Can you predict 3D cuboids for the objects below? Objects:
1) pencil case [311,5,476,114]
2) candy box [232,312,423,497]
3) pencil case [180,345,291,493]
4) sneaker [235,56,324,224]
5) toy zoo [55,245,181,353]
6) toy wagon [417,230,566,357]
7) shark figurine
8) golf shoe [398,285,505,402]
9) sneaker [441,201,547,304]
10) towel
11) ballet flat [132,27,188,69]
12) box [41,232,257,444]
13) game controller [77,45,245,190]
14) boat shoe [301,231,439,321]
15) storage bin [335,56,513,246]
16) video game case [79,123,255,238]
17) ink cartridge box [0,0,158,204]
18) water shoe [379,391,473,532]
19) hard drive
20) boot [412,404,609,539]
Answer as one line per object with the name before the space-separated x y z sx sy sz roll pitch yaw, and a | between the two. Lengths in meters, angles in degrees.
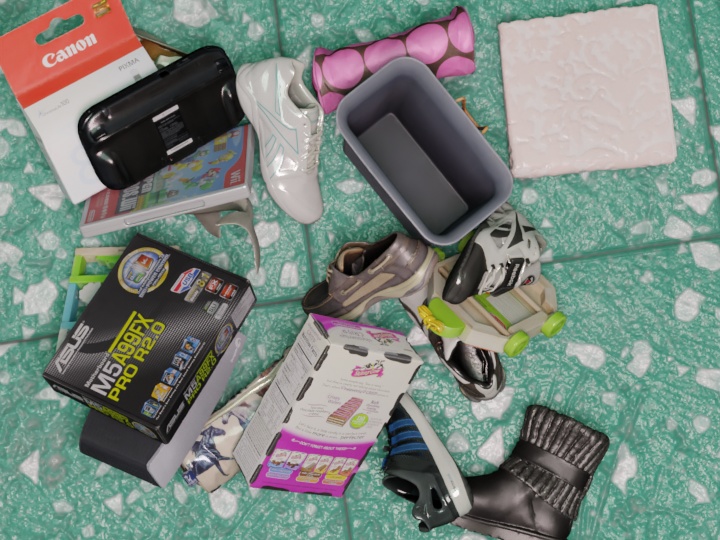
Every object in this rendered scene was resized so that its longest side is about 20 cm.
pencil case | 0.038 -0.248 1.618 0.198 0.094 0.091 -15 130 -1
candy box | -0.038 0.153 1.530 0.136 0.061 0.201 14 116 -38
pencil case | -0.127 0.170 1.585 0.199 0.090 0.078 -38 49 -1
sneaker | -0.078 -0.150 1.593 0.080 0.070 0.202 -12 104 29
toy zoo | -0.280 0.063 1.580 0.130 0.021 0.202 -2 60 9
toy wagon | 0.134 0.034 1.554 0.199 0.040 0.155 -23 58 -40
shark figurine | -0.170 -0.066 1.602 0.213 0.090 0.128 16 43 36
golf shoe | 0.106 0.058 1.588 0.077 0.094 0.201 -35 84 -1
sneaker | 0.157 -0.010 1.522 0.088 0.200 0.074 35 127 7
towel | 0.267 -0.212 1.637 0.198 0.032 0.193 -6 85 0
ballet flat | -0.248 -0.250 1.632 0.198 0.064 0.068 20 83 3
box | -0.232 0.073 1.527 0.159 0.044 0.201 22 66 20
game controller | -0.222 -0.173 1.568 0.199 0.042 0.105 -32 129 -18
boat shoe | 0.000 0.000 1.561 0.073 0.199 0.075 46 43 -22
storage bin | 0.069 -0.126 1.563 0.145 0.134 0.200 -38 87 -12
video game case | -0.219 -0.105 1.581 0.198 0.144 0.018 -13 124 7
ink cartridge box | -0.302 -0.200 1.557 0.159 0.047 0.201 -31 120 -17
water shoe | 0.050 0.205 1.541 0.078 0.072 0.200 -29 42 -8
hard drive | -0.229 0.134 1.568 0.134 0.042 0.201 18 67 24
boot | 0.168 0.225 1.581 0.209 0.079 0.159 18 89 -3
